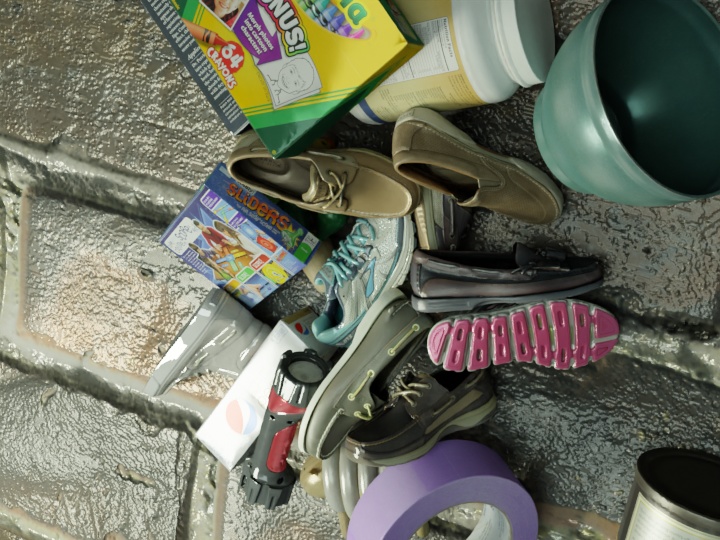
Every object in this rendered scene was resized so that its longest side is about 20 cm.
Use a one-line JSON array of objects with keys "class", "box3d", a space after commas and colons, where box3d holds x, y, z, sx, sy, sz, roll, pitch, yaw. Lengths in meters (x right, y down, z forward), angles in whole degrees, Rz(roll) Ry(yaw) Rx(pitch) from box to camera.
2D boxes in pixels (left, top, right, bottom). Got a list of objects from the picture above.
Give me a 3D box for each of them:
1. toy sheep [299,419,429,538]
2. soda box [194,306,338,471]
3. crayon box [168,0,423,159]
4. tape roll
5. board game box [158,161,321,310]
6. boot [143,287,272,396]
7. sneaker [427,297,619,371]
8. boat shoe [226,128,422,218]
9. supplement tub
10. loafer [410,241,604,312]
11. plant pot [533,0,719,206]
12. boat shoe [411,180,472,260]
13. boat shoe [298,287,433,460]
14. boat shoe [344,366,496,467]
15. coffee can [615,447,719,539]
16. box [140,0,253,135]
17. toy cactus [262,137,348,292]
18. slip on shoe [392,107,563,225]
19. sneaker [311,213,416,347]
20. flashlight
[{"class": "toy sheep", "box3d": [0.027, 0.223, 1.330, 0.197, 0.138, 0.140, -6, 100, 12]}, {"class": "soda box", "box3d": [-0.108, 0.138, 1.404, 0.064, 0.068, 0.201, 43, 116, 10]}, {"class": "crayon box", "box3d": [-0.065, -0.238, 1.137, 0.172, 0.058, 0.201, -37, 83, 24]}, {"class": "tape roll", "box3d": [0.087, 0.280, 1.274, 0.066, 0.197, 0.203, 52, 127, 53]}, {"class": "board game box", "box3d": [-0.136, -0.032, 1.313, 0.135, 0.035, 0.200, 38, 154, -10]}, {"class": "boot", "box3d": [-0.181, 0.109, 1.433, 0.095, 0.074, 0.200, 35, 133, -8]}, {"class": "sneaker", "box3d": [0.167, 0.059, 1.255, 0.196, 0.088, 0.075, -6, 104, 3]}, {"class": "boat shoe", "box3d": [-0.037, -0.086, 1.211, 0.197, 0.065, 0.072, 12, 117, 3]}, {"class": "supplement tub", "box3d": [0.080, -0.229, 1.186, 0.197, 0.144, 0.147, -7, 99, 26]}, {"class": "loafer", "box3d": [0.147, 0.000, 1.216, 0.196, 0.072, 0.064, -7, 101, -1]}, {"class": "plant pot", "box3d": [0.244, -0.146, 1.116, 0.134, 0.199, 0.203, -23, 92, 55]}, {"class": "boat shoe", "box3d": [0.087, -0.057, 1.267, 0.064, 0.072, 0.203, -13, 102, -7]}, {"class": "boat shoe", "box3d": [0.004, 0.119, 1.265, 0.060, 0.072, 0.203, 35, 100, 24]}, {"class": "boat shoe", "box3d": [0.059, 0.139, 1.251, 0.074, 0.198, 0.075, 11, 114, 46]}, {"class": "coffee can", "box3d": [0.318, 0.300, 1.193, 0.144, 0.146, 0.203, 19, 109, 20]}, {"class": "box", "box3d": [-0.121, -0.260, 1.273, 0.107, 0.148, 0.201, -37, 85, 27]}, {"class": "toy cactus", "box3d": [-0.066, -0.058, 1.341, 0.197, 0.103, 0.167, -13, 115, 25]}, {"class": "slip on shoe", "box3d": [0.116, -0.087, 1.197, 0.198, 0.061, 0.076, 30, 144, -24]}, {"class": "sneaker", "box3d": [0.000, 0.000, 1.287, 0.078, 0.085, 0.203, -130, 47, -54]}, {"class": "flashlight", "box3d": [-0.081, 0.182, 1.344, 0.068, 0.067, 0.202, 53, 138, 42]}]
